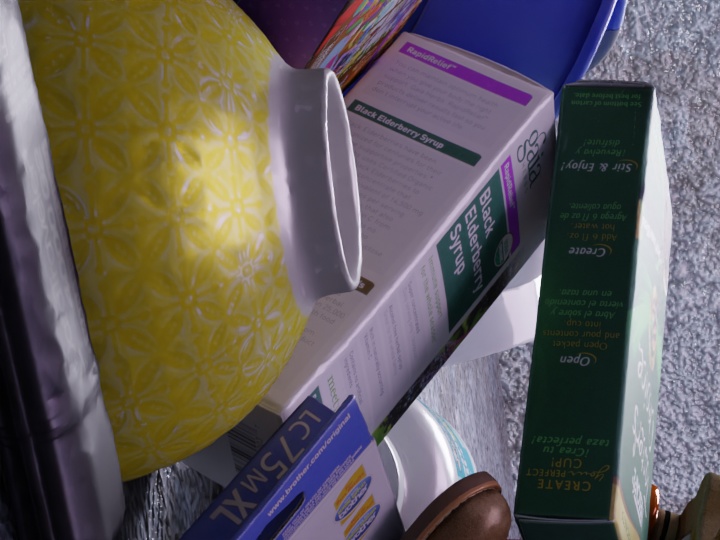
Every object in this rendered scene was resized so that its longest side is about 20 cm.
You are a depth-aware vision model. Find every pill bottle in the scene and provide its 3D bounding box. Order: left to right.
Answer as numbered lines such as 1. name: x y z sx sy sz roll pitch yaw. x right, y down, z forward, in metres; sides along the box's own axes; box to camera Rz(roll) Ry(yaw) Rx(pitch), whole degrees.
1. pill bottle: -0.004 0.106 1.267 0.200 0.110 0.112 41 43 -80

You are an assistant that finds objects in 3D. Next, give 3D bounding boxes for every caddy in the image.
1. caddy: 0.066 -0.118 1.226 0.200 0.104 0.142 130 -23 -59

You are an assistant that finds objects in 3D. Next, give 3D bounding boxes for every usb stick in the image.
1. usb stick: -0.107 0.002 0.829 0.056 0.032 0.201 -65 149 -62

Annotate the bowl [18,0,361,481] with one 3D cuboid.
1. bowl: -0.058 -0.026 0.951 0.200 0.107 0.202 -6 90 -83

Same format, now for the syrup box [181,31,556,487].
1. syrup box: 0.000 0.000 1.106 0.200 0.081 0.079 -48 149 -29

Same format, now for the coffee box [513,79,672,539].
1. coffee box: 0.103 0.036 1.132 0.123 0.044 0.201 70 25 -60

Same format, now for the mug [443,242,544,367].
1. mug: 0.043 -0.041 1.513 0.199 0.147 0.177 -4 -79 57

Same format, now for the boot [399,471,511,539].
1. boot: 0.026 0.176 1.061 0.073 0.075 0.201 -4 121 -54

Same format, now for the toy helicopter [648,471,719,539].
1. toy helicopter: 0.144 0.148 1.147 0.200 0.078 0.133 104 4 -73

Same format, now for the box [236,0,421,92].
1. box: -0.004 -0.114 1.051 0.137 0.039 0.200 -46 177 -35

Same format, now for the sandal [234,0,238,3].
1. sandal: -0.070 -0.165 1.120 0.087 0.079 0.202 -66 148 -69

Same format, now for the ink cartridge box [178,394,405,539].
1. ink cartridge box: -0.033 0.130 1.031 0.119 0.042 0.200 -48 154 -18
